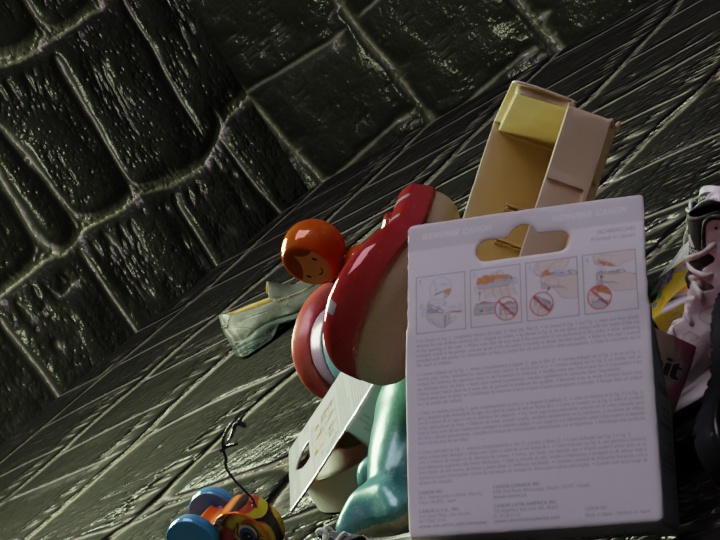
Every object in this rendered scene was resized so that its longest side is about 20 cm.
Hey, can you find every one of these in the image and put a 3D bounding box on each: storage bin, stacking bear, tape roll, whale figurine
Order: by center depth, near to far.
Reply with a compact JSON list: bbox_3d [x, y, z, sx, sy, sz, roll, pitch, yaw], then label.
[{"bbox_3d":[0.045,0.131,1.286,0.158,0.104,0.200,-26,9,42],"label":"whale figurine"},{"bbox_3d":[0.127,-0.029,1.342,0.199,0.093,0.202,81,-153,-85],"label":"storage bin"},{"bbox_3d":[0.034,0.143,1.499,0.202,0.037,0.203,-34,8,6],"label":"tape roll"},{"bbox_3d":[0.033,0.067,1.706,0.199,0.122,0.114,-15,17,43],"label":"stacking bear"}]

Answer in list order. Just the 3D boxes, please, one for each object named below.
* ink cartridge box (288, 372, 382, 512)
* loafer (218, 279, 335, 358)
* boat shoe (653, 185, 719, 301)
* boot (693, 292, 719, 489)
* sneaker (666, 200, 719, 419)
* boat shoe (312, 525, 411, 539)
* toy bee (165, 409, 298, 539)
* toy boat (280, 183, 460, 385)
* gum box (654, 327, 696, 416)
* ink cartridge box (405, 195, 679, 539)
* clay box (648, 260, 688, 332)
[{"bbox_3d":[-0.001,0.125,1.474,0.175,0.043,0.200,-58,7,6],"label":"ink cartridge box"},{"bbox_3d":[-0.118,0.047,2.469,0.199,0.073,0.073,-35,8,-11],"label":"loafer"},{"bbox_3d":[0.301,-0.040,1.397,0.200,0.067,0.073,-40,10,-32],"label":"boat shoe"},{"bbox_3d":[0.289,0.037,0.980,0.167,0.077,0.201,-33,15,34],"label":"boot"},{"bbox_3d":[0.234,0.020,1.157,0.199,0.116,0.076,-33,9,9],"label":"sneaker"},{"bbox_3d":[-0.027,0.222,1.206,0.199,0.062,0.073,-27,11,39],"label":"boat shoe"},{"bbox_3d":[-0.109,0.233,1.402,0.131,0.108,0.201,-52,-6,-41],"label":"toy bee"},{"bbox_3d":[0.000,0.000,1.289,0.200,0.129,0.132,-67,-5,-71],"label":"toy boat"},{"bbox_3d":[0.140,0.090,1.131,0.115,0.066,0.200,-69,15,-6],"label":"gum box"},{"bbox_3d":[0.108,0.064,1.021,0.158,0.203,0.047,-7,-19,22],"label":"ink cartridge box"},{"bbox_3d":[0.299,0.001,1.245,0.199,0.048,0.115,-32,7,30],"label":"clay box"}]
